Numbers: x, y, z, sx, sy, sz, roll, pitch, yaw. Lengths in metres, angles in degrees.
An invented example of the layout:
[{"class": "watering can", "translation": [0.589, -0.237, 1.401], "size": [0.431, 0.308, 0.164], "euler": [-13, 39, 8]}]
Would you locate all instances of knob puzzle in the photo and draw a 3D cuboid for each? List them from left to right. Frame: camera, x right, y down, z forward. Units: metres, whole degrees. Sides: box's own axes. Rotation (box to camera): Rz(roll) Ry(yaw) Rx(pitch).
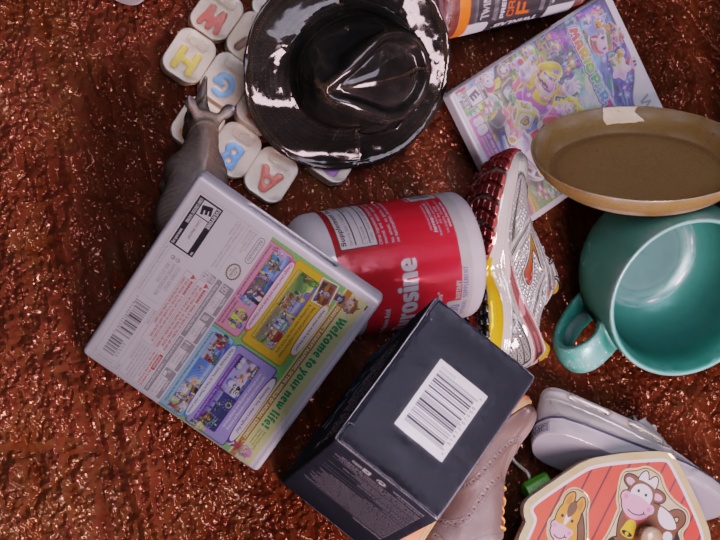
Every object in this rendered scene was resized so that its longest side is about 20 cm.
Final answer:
[{"class": "knob puzzle", "translation": [0.223, 0.246, 1.667], "size": [0.217, 0.030, 0.222], "euler": [1, 88, -15]}]

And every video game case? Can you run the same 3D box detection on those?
[{"class": "video game case", "translation": [-0.108, 0.044, 1.621], "size": [0.181, 0.201, 0.022], "euler": [34, 24, -4]}, {"class": "video game case", "translation": [0.185, -0.148, 1.810], "size": [0.199, 0.018, 0.144], "euler": [-34, 104, -22]}]

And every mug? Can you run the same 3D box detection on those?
[{"class": "mug", "translation": [0.258, 0.004, 1.744], "size": [0.183, 0.115, 0.153], "euler": [-3, 114, -16]}]

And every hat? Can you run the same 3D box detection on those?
[{"class": "hat", "translation": [0.001, -0.168, 1.699], "size": [0.199, 0.081, 0.203], "euler": [-8, 112, -20]}]

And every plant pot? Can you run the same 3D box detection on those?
[{"class": "plant pot", "translation": [0.250, -0.095, 1.736], "size": [0.198, 0.200, 0.028], "euler": [-10, 120, -18]}]

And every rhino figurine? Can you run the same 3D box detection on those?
[{"class": "rhino figurine", "translation": [-0.144, -0.073, 1.677], "size": [0.059, 0.087, 0.202], "euler": [11, 74, -12]}]

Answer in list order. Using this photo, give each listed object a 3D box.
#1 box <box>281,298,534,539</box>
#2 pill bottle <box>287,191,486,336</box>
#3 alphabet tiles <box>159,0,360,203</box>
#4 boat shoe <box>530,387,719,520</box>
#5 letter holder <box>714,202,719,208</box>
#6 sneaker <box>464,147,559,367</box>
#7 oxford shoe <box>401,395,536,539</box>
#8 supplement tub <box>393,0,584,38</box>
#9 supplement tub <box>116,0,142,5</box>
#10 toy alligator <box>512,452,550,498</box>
[{"class": "box", "translation": [0.036, 0.133, 1.613], "size": [0.107, 0.200, 0.149], "euler": [38, 68, -2]}, {"class": "pill bottle", "translation": [0.000, 0.000, 1.687], "size": [0.198, 0.112, 0.113], "euler": [-10, 78, -18]}, {"class": "alphabet tiles", "translation": [-0.078, -0.168, 1.764], "size": [0.199, 0.015, 0.196], "euler": [34, 69, -5]}, {"class": "boat shoe", "translation": [0.241, 0.162, 1.739], "size": [0.198, 0.072, 0.066], "euler": [21, 51, -13]}, {"class": "letter holder", "translation": [0.432, -0.041, 1.832], "size": [0.199, 0.101, 0.143], "euler": [35, 67, -4]}, {"class": "sneaker", "translation": [0.135, -0.009, 1.749], "size": [0.081, 0.078, 0.202], "euler": [2, 91, -23]}, {"class": "oxford shoe", "translation": [0.102, 0.199, 1.678], "size": [0.073, 0.071, 0.201], "euler": [33, 78, 13]}, {"class": "supplement tub", "translation": [0.108, -0.274, 1.799], "size": [0.198, 0.107, 0.108], "euler": [-16, 80, -19]}, {"class": "supplement tub", "translation": [-0.167, -0.344, 1.717], "size": [0.144, 0.144, 0.200], "euler": [44, 68, -1]}, {"class": "toy alligator", "translation": [0.173, 0.220, 1.707], "size": [0.059, 0.054, 0.201], "euler": [-24, 83, -21]}]
